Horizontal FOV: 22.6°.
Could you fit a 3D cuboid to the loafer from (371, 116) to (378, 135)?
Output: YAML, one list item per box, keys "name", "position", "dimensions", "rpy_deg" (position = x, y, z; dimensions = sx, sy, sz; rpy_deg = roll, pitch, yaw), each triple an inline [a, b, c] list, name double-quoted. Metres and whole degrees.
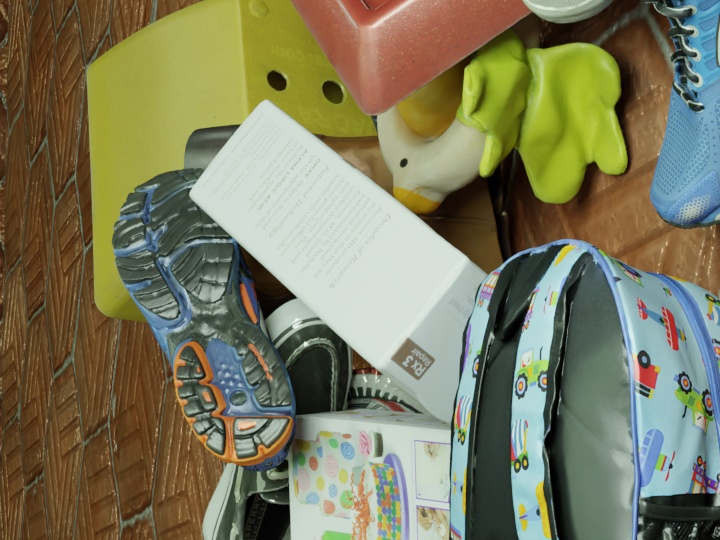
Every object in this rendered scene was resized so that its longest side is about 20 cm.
- name: "loafer"
  position: [0.010, -0.150, 1.125]
  dimensions: [0.068, 0.070, 0.202]
  rpy_deg: [4, 116, 42]

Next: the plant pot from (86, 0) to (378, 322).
- name: "plant pot"
  position: [-0.060, -0.083, 1.238]
  dimensions: [0.176, 0.199, 0.201]
  rpy_deg: [-39, 50, 50]

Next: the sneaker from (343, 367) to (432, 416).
- name: "sneaker"
  position: [0.038, 0.098, 1.074]
  dimensions: [0.200, 0.077, 0.083]
  rpy_deg: [-179, 91, -71]

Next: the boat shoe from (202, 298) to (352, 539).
- name: "boat shoe"
  position: [-0.042, 0.112, 1.078]
  dimensions: [0.064, 0.070, 0.201]
  rpy_deg: [-122, 41, -52]

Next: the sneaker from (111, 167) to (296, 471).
- name: "sneaker"
  position: [-0.087, 0.030, 1.018]
  dimensions: [0.079, 0.075, 0.201]
  rpy_deg: [75, 177, -62]

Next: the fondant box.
- name: "fondant box"
  position: [0.044, 0.152, 0.963]
  dimensions: [0.199, 0.058, 0.146]
  rpy_deg: [0, 93, 48]

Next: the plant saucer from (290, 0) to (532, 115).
- name: "plant saucer"
  position: [0.041, -0.202, 0.924]
  dimensions: [0.200, 0.199, 0.037]
  rpy_deg: [59, -176, 39]

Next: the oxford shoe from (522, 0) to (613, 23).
- name: "oxford shoe"
  position: [0.087, -0.206, 0.844]
  dimensions: [0.058, 0.075, 0.201]
  rpy_deg: [53, -153, -49]

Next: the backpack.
- name: "backpack"
  position: [0.113, 0.091, 0.778]
  dimensions: [0.182, 0.134, 0.202]
  rpy_deg: [160, 111, -69]

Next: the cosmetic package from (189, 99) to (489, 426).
- name: "cosmetic package"
  position: [0.005, -0.002, 0.926]
  dimensions: [0.074, 0.102, 0.200]
  rpy_deg: [-51, 44, 0]

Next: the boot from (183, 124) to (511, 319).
- name: "boot"
  position: [0.000, 0.000, 1.090]
  dimensions: [0.068, 0.199, 0.190]
  rpy_deg: [-35, -55, -65]

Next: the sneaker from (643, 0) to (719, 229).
- name: "sneaker"
  position: [0.150, -0.116, 0.774]
  dimensions: [0.079, 0.088, 0.201]
  rpy_deg: [-129, 46, -64]

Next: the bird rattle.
- name: "bird rattle"
  position: [0.056, -0.122, 0.967]
  dimensions: [0.163, 0.112, 0.201]
  rpy_deg: [-43, 49, 40]
